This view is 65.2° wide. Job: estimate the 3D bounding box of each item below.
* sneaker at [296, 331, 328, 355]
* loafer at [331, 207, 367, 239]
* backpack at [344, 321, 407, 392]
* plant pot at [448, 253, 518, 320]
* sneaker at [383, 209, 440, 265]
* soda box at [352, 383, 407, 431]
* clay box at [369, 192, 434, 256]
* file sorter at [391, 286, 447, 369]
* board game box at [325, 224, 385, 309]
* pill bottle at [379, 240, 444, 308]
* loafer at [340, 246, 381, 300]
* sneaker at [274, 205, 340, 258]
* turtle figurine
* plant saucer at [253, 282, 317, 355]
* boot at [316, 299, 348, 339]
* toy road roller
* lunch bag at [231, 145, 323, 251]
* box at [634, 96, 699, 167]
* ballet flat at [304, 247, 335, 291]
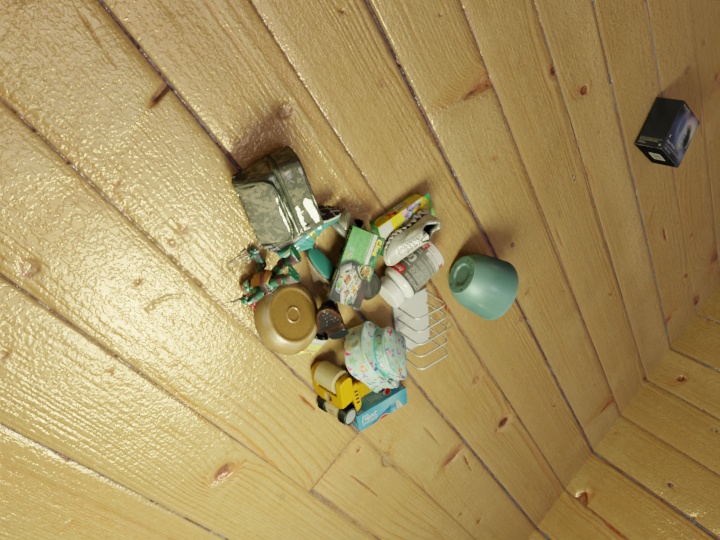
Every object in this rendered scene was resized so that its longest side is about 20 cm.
[{"bbox_3d":[-0.186,0.193,1.531,0.197,0.079,0.091,17,120,-30],"label":"sneaker"},{"bbox_3d":[-0.003,-0.099,1.535,0.070,0.075,0.199,-51,131,0],"label":"loafer"},{"bbox_3d":[0.044,0.247,1.658,0.149,0.180,0.199,-26,135,33],"label":"backpack"},{"bbox_3d":[0.381,0.038,1.819,0.159,0.200,0.204,22,97,-27],"label":"plant pot"},{"bbox_3d":[0.144,-0.088,1.586,0.200,0.081,0.075,-46,132,-9],"label":"sneaker"},{"bbox_3d":[0.058,0.435,1.830,0.197,0.064,0.069,-24,123,-26],"label":"soda box"},{"bbox_3d":[0.127,-0.136,1.635,0.199,0.047,0.116,-35,128,-20],"label":"clay box"},{"bbox_3d":[0.194,0.185,1.781,0.137,0.124,0.203,-24,122,-27],"label":"file sorter"},{"bbox_3d":[-0.013,-0.007,1.494,0.103,0.023,0.203,20,92,-23],"label":"board game box"},{"bbox_3d":[0.144,0.007,1.669,0.200,0.113,0.115,-44,130,-13],"label":"pill bottle"},{"bbox_3d":[0.000,0.000,1.583,0.072,0.072,0.202,-31,131,-6],"label":"loafer"},{"bbox_3d":[-0.137,-0.100,1.444,0.198,0.078,0.080,-32,135,-10],"label":"sneaker"},{"bbox_3d":[-0.240,0.016,1.382,0.197,0.152,0.101,-20,152,18],"label":"turtle figurine"},{"bbox_3d":[-0.181,0.115,1.458,0.197,0.035,0.205,11,72,-37],"label":"plant saucer"},{"bbox_3d":[-0.091,0.112,1.511,0.074,0.098,0.201,-23,153,0],"label":"boot"},{"bbox_3d":[-0.050,0.341,1.673,0.145,0.122,0.203,-37,132,-35],"label":"toy road roller"},{"bbox_3d":[-0.196,-0.164,1.326,0.165,0.140,0.202,-24,124,-7],"label":"lunch bag"},{"bbox_3d":[1.217,-0.546,2.231,0.198,0.123,0.202,19,97,-41],"label":"box"},{"bbox_3d":[-0.089,0.021,1.521,0.200,0.067,0.069,43,40,-17],"label":"ballet flat"}]
